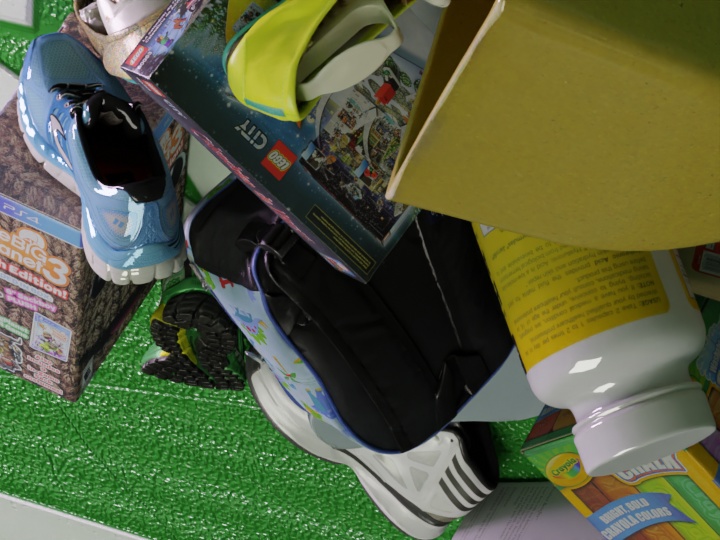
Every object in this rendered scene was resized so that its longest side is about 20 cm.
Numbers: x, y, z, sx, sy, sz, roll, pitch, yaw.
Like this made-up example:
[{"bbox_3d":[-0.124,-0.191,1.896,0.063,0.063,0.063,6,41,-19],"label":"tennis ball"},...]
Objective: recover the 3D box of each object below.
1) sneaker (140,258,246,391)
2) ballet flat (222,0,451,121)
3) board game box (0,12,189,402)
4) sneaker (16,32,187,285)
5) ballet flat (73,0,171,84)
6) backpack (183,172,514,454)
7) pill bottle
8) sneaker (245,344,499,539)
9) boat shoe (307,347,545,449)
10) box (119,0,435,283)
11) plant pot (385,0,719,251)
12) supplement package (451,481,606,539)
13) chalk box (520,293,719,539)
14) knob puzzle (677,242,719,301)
[{"bbox_3d":[-0.110,0.031,1.934,0.078,0.086,0.200,12,159,-4],"label":"sneaker"},{"bbox_3d":[0.012,-0.154,1.498,0.067,0.200,0.067,36,163,37],"label":"ballet flat"},{"bbox_3d":[-0.194,-0.040,1.829,0.097,0.160,0.200,24,145,10],"label":"board game box"},{"bbox_3d":[-0.156,-0.087,1.682,0.200,0.078,0.090,57,153,37],"label":"sneaker"},{"bbox_3d":[-0.140,-0.157,1.673,0.071,0.071,0.200,46,176,-18],"label":"ballet flat"},{"bbox_3d":[0.000,0.000,1.718,0.147,0.183,0.200,23,149,54],"label":"backpack"},{"bbox_3d":[0.138,0.014,1.599,0.111,0.111,0.201,-39,66,54],"label":"pill bottle"},{"bbox_3d":[0.020,0.097,1.926,0.200,0.076,0.115,41,131,-13],"label":"sneaker"},{"bbox_3d":[0.059,0.054,1.835,0.199,0.091,0.071,-12,132,11],"label":"boat shoe"},{"bbox_3d":[-0.025,-0.106,1.556,0.200,0.137,0.038,44,170,-34],"label":"box"},{"bbox_3d":[0.153,-0.123,1.446,0.199,0.195,0.196,22,145,-7],"label":"plant pot"},{"bbox_3d":[0.167,0.230,1.911,0.199,0.121,0.120,-4,131,42],"label":"supplement package"},{"bbox_3d":[0.197,0.095,1.722,0.200,0.124,0.125,44,143,-17],"label":"chalk box"},{"bbox_3d":[0.279,-0.022,1.595,0.219,0.031,0.220,16,151,10],"label":"knob puzzle"}]
